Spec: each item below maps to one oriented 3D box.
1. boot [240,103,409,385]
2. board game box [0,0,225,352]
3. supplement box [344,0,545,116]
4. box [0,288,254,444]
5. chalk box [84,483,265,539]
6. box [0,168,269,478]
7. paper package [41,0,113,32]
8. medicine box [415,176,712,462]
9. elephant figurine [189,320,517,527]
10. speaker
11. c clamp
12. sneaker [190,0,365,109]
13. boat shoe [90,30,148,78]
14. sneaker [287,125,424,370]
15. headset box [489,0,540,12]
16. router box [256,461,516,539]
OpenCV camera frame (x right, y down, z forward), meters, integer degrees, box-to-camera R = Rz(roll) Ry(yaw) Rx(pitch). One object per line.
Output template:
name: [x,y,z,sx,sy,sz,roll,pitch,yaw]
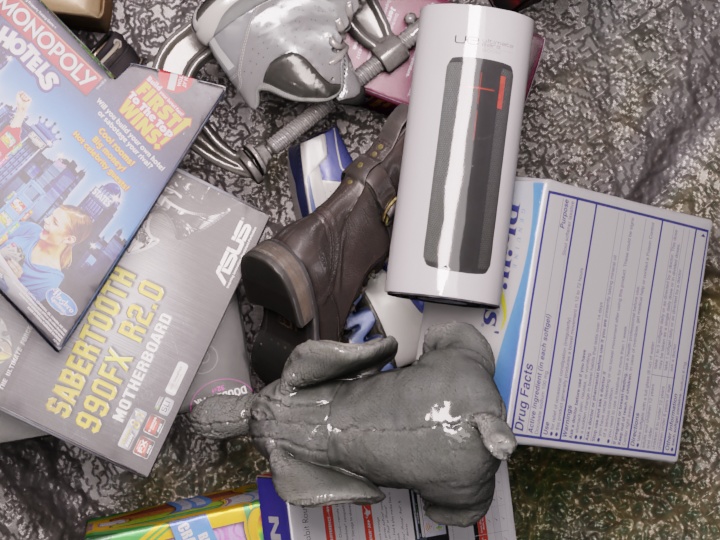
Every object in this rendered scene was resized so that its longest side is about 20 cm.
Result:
boot: [0.000,0.000,1.574,0.069,0.201,0.174,30,57,28]
board game box: [-0.197,-0.087,1.474,0.200,0.062,0.200,-44,94,-9]
supplement box: [0.025,-0.162,1.643,0.199,0.110,0.086,20,89,-6]
box: [-0.188,0.038,1.612,0.199,0.124,0.150,-10,89,-7]
chalk box: [-0.092,0.225,1.619,0.199,0.125,0.125,-13,91,-7]
box: [-0.174,0.019,1.527,0.158,0.048,0.201,26,84,-5]
paper package: [-0.272,-0.233,1.573,0.198,0.191,0.104,5,92,-5]
medicine box: [0.147,0.035,1.610,0.199,0.103,0.184,11,88,-43]
elephant figurine: [-0.011,0.104,1.457,0.198,0.156,0.142,2,47,-6]
speaker: [0.068,-0.078,1.512,0.081,0.081,0.201,8,87,-6]
c clamp: [-0.040,-0.135,1.568,0.199,0.027,0.171,-33,94,-5]
sneaker: [-0.007,-0.176,1.535,0.199,0.075,0.116,-30,93,4]
boat shoe: [-0.227,-0.099,1.609,0.200,0.074,0.060,-43,106,-26]
sneaker: [0.022,-0.017,1.664,0.114,0.081,0.201,-19,98,-10]
headset box: [0.118,-0.275,1.611,0.077,0.200,0.150,-26,93,-6]
router box: [0.027,0.229,1.567,0.178,0.049,0.202,-6,88,-27]
